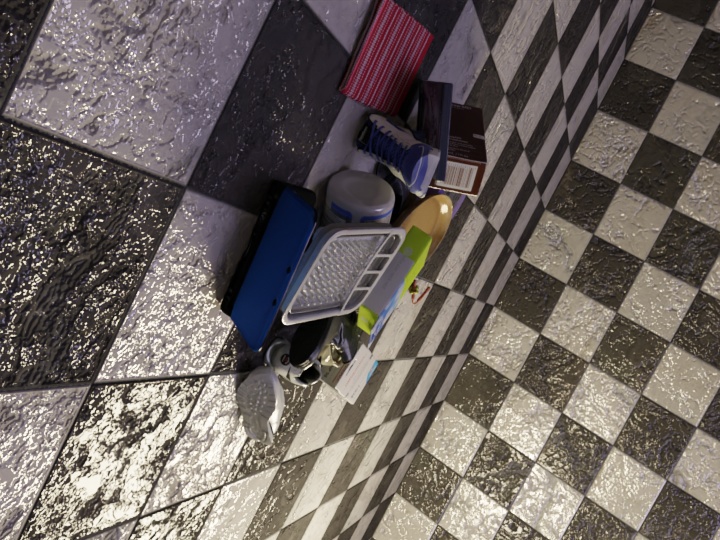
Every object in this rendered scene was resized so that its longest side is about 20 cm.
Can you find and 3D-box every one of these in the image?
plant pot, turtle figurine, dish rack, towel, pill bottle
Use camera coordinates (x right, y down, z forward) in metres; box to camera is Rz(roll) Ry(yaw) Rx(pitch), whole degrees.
[{"bbox_3d":[0.104,-0.067,1.264,0.198,0.027,0.203,-37,150,-25],"label":"plant pot"},{"bbox_3d":[0.060,0.031,1.409,0.195,0.065,0.164,-20,141,-10],"label":"turtle figurine"},{"bbox_3d":[-0.031,-0.005,0.952,0.198,0.044,0.174,-8,137,-55],"label":"dish rack"},{"bbox_3d":[0.042,-0.319,0.990,0.199,0.022,0.148,-5,123,-64],"label":"towel"},{"bbox_3d":[-0.015,-0.049,1.072,0.113,0.112,0.204,-37,149,-46],"label":"pill bottle"}]

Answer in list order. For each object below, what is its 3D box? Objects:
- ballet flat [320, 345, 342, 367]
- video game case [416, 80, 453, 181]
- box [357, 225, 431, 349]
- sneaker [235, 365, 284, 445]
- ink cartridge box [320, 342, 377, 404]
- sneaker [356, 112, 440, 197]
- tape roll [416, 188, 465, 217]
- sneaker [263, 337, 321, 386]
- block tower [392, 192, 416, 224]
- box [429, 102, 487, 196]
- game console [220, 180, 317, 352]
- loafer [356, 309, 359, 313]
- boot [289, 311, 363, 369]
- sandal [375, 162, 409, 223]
[{"bbox_3d":[-0.047,0.119,1.285,0.069,0.068,0.204,-42,152,-40],"label":"ballet flat"},{"bbox_3d":[0.118,-0.236,1.076,0.201,0.018,0.148,-105,-163,-73],"label":"video game case"},{"bbox_3d":[0.054,0.031,1.164,0.202,0.047,0.123,-55,169,-20],"label":"box"},{"bbox_3d":[-0.167,0.221,1.142,0.081,0.075,0.203,-57,167,-41],"label":"sneaker"},{"bbox_3d":[-0.030,0.216,1.449,0.117,0.066,0.201,-56,160,-12],"label":"ink cartridge box"},{"bbox_3d":[0.051,-0.186,1.023,0.201,0.112,0.082,-104,-146,-64],"label":"sneaker"},{"bbox_3d":[0.166,-0.189,1.368,0.201,0.084,0.203,-50,158,-29],"label":"tape roll"},{"bbox_3d":[-0.105,0.183,1.202,0.076,0.087,0.200,-60,161,-2],"label":"sneaker"},{"bbox_3d":[0.071,-0.126,1.265,0.058,0.053,0.204,-38,150,-47],"label":"block tower"},{"bbox_3d":[0.176,-0.230,1.199,0.203,0.097,0.076,-83,-177,-50],"label":"box"},{"bbox_3d":[-0.104,-0.007,0.910,0.204,0.117,0.170,-64,159,10],"label":"game console"},{"bbox_3d":[0.000,0.000,1.239,0.203,0.073,0.069,87,14,-46],"label":"loafer"},{"bbox_3d":[-0.047,0.123,1.158,0.132,0.066,0.203,58,39,-32],"label":"boot"},{"bbox_3d":[0.052,-0.128,1.176,0.048,0.073,0.205,-114,-140,-58],"label":"sandal"}]
